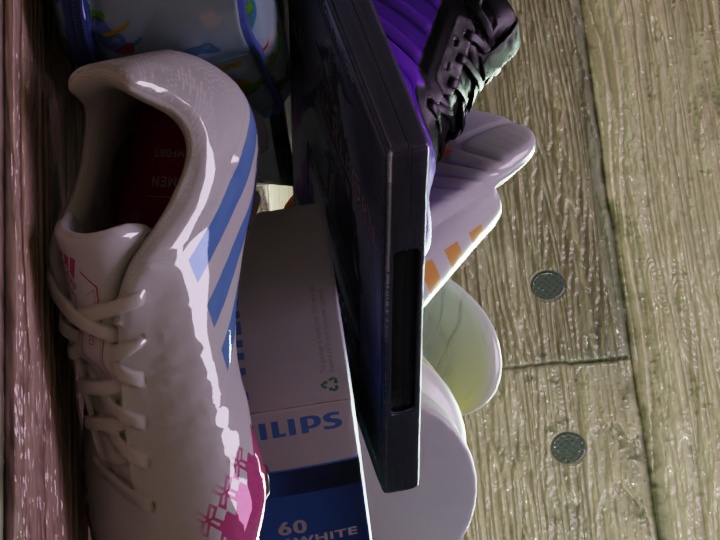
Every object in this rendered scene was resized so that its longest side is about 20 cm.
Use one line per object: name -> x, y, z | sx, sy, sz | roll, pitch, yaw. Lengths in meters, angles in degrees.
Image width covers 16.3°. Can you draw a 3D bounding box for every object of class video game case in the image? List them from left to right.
video game case -> -0.002, -0.028, 0.979 | 0.200, 0.019, 0.143 | 89, -15, -49

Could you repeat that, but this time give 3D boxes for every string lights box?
string lights box -> -0.028, 0.082, 0.982 | 0.200, 0.059, 0.103 | 83, -2, -46

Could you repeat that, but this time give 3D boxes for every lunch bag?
lunch bag -> -0.074, -0.141, 0.942 | 0.200, 0.082, 0.161 | 72, 13, -84

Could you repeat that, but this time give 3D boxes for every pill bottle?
pill bottle -> -0.012, 0.079, 1.254 | 0.200, 0.114, 0.115 | -128, -150, -71

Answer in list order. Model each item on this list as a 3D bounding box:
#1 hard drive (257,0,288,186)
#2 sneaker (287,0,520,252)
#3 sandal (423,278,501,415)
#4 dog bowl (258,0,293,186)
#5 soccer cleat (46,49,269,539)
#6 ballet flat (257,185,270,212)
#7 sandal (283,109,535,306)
hard drive -> -0.037, -0.111, 1.269 | 0.200, 0.026, 0.132 | -4, -89, 56
sneaker -> 0.025, -0.090, 1.107 | 0.070, 0.099, 0.200 | 91, -11, -52
sandal -> 0.003, 0.027, 1.405 | 0.050, 0.202, 0.083 | 4, 101, -53
dog bowl -> -0.073, -0.134, 1.141 | 0.200, 0.074, 0.201 | -6, 90, -88
soccer cleat -> -0.076, 0.025, 0.840 | 0.086, 0.070, 0.201 | 9, 81, -60
ballet flat -> -0.064, -0.077, 1.395 | 0.068, 0.067, 0.201 | -163, -112, -84
sandal -> -0.006, -0.002, 1.138 | 0.079, 0.207, 0.059 | 29, -33, 47
